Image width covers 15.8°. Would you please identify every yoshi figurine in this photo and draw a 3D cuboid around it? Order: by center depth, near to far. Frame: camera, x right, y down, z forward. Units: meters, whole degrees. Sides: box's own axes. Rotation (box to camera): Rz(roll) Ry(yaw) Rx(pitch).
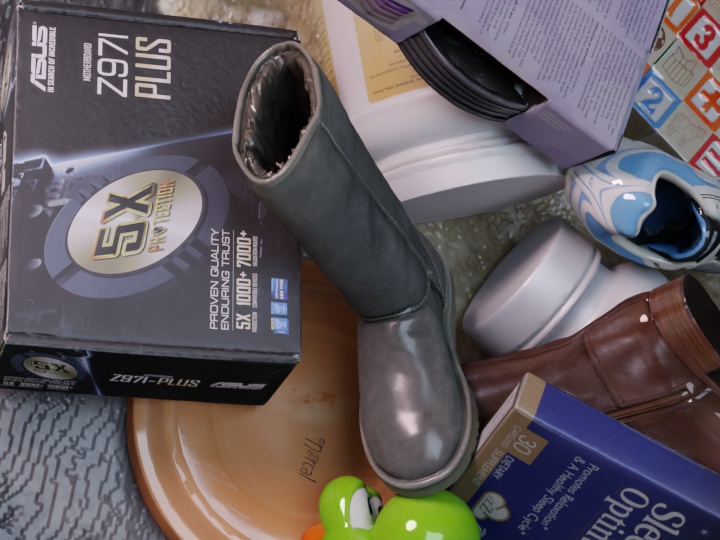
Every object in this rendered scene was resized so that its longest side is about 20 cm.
[{"bbox_3d":[0.028,0.199,1.403,0.111,0.113,0.201,-3,64,-14],"label":"yoshi figurine"}]

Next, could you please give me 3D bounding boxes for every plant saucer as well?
[{"bbox_3d":[-0.035,0.089,1.494,0.199,0.032,0.201,5,73,-17],"label":"plant saucer"}]

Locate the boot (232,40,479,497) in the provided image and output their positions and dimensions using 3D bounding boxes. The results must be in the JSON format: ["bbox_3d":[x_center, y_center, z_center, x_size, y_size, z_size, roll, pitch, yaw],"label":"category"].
[{"bbox_3d":[-0.002,0.001,1.390,0.072,0.200,0.182,-16,52,9],"label":"boot"}]

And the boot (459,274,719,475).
[{"bbox_3d":[0.139,0.110,1.467,0.187,0.199,0.064,59,27,-11],"label":"boot"}]

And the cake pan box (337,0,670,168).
[{"bbox_3d":[0.090,-0.181,1.444,0.184,0.052,0.201,32,61,-23],"label":"cake pan box"}]

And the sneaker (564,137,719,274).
[{"bbox_3d":[0.195,-0.025,1.522,0.200,0.072,0.073,15,31,-47],"label":"sneaker"}]

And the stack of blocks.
[{"bbox_3d":[0.194,-0.129,1.629,0.200,0.059,0.115,45,67,-9],"label":"stack of blocks"}]

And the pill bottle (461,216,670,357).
[{"bbox_3d":[0.162,0.066,1.542,0.200,0.120,0.120,41,67,-10],"label":"pill bottle"}]

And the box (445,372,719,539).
[{"bbox_3d":[0.151,0.142,1.432,0.199,0.121,0.032,27,49,-5],"label":"box"}]

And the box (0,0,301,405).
[{"bbox_3d":[-0.120,-0.036,1.443,0.163,0.086,0.201,5,70,-14],"label":"box"}]

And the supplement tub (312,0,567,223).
[{"bbox_3d":[0.048,-0.137,1.523,0.144,0.144,0.201,-7,82,-24],"label":"supplement tub"}]
